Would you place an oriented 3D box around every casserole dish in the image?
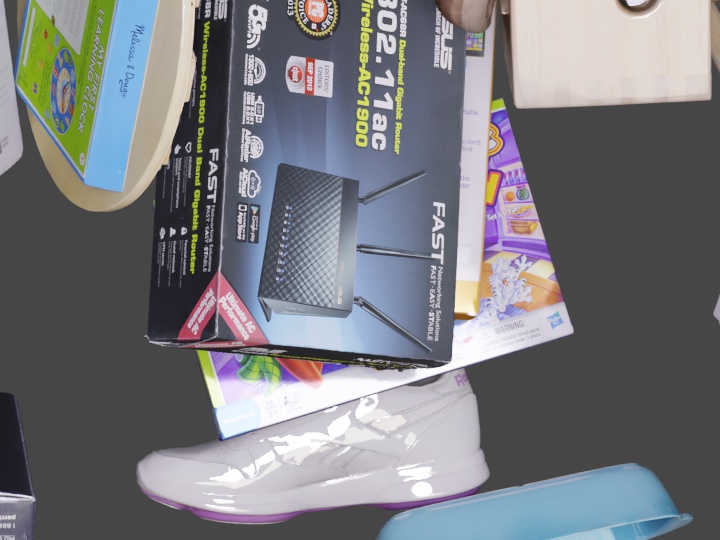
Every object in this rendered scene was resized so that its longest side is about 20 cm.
[{"bbox_3d":[0.089,0.147,1.554,0.199,0.121,0.039,-12,77,-8],"label":"casserole dish"}]

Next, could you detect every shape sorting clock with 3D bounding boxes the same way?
[{"bbox_3d":[-0.127,-0.129,1.364,0.039,0.200,0.201,1,109,-26],"label":"shape sorting clock"}]

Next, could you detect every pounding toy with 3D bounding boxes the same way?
[{"bbox_3d":[0.143,-0.165,1.427,0.142,0.184,0.201,-3,109,1],"label":"pounding toy"}]

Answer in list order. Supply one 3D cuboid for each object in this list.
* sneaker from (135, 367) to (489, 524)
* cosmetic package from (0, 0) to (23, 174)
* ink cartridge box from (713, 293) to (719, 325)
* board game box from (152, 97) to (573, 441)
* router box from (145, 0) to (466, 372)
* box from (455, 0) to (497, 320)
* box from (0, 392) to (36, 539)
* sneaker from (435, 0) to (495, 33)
[{"bbox_3d":[-0.029,0.089,1.536,0.199,0.075,0.100,-5,94,-12],"label":"sneaker"},{"bbox_3d":[-0.239,-0.144,1.386,0.101,0.074,0.201,1,109,14],"label":"cosmetic package"},{"bbox_3d":[0.304,-0.036,1.542,0.145,0.084,0.201,13,106,-15],"label":"ink cartridge box"},{"bbox_3d":[0.000,0.000,1.487,0.199,0.045,0.135,-17,87,-6],"label":"board game box"},{"bbox_3d":[-0.024,-0.054,1.363,0.149,0.062,0.201,7,84,-38],"label":"router box"},{"bbox_3d":[0.009,-0.077,1.453,0.119,0.041,0.201,4,82,-4],"label":"box"},{"bbox_3d":[-0.235,0.182,1.474,0.104,0.148,0.201,2,108,-12],"label":"box"},{"bbox_3d":[0.031,-0.192,1.384,0.075,0.200,0.071,1,135,-2],"label":"sneaker"}]
